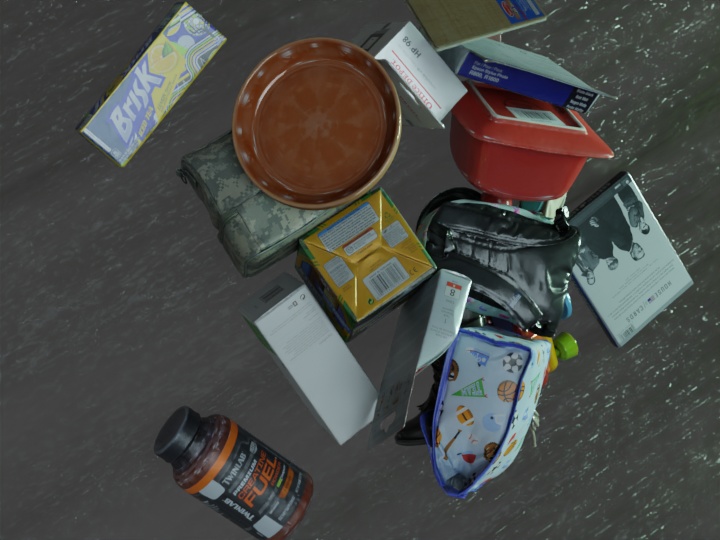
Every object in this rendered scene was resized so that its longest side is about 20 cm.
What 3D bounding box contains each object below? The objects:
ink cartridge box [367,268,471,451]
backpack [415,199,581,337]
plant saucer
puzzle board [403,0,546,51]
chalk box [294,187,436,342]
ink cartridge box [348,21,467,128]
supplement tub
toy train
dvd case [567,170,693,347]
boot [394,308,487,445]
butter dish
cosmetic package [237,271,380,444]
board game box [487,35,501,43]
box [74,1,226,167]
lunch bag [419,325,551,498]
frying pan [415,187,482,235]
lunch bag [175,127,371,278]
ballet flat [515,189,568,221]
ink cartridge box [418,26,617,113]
[{"bbox_3d":[0.071,0.116,1.546,0.050,0.162,0.202,17,68,-10],"label":"ink cartridge box"},{"bbox_3d":[0.165,-0.010,1.622,0.198,0.127,0.168,17,77,-7],"label":"backpack"},{"bbox_3d":[-0.050,-0.168,1.476,0.198,0.032,0.202,-2,81,9],"label":"plant saucer"},{"bbox_3d":[0.119,-0.354,1.571,0.149,0.201,0.017,-17,147,-15],"label":"puzzle board"},{"bbox_3d":[0.000,0.000,1.593,0.124,0.200,0.124,-34,84,-12],"label":"chalk box"},{"bbox_3d":[0.054,-0.239,1.559,0.067,0.200,0.116,-46,110,-7],"label":"ink cartridge box"},{"bbox_3d":[-0.163,0.254,1.613,0.199,0.107,0.107,37,86,-20],"label":"supplement tub"},{"bbox_3d":[0.252,0.127,1.755,0.115,0.084,0.202,-25,106,-27],"label":"toy train"},{"bbox_3d":[0.366,-0.015,1.795,0.150,0.025,0.201,-38,109,-10],"label":"dvd case"},{"bbox_3d":[0.103,0.122,1.705,0.199,0.069,0.175,-29,100,-4],"label":"boot"},{"bbox_3d":[0.193,-0.147,1.645,0.198,0.200,0.149,7,117,-17],"label":"butter dish"},{"bbox_3d":[-0.061,0.110,1.626,0.085,0.108,0.201,-36,107,-10],"label":"cosmetic package"},{"bbox_3d":[0.130,-0.385,1.659,0.102,0.019,0.202,-8,101,-19],"label":"board game box"},{"bbox_3d":[-0.252,-0.223,1.530,0.070,0.064,0.201,40,85,-20],"label":"box"},{"bbox_3d":[0.152,0.175,1.590,0.123,0.170,0.202,14,95,19],"label":"lunch bag"},{"bbox_3d":[0.140,-0.027,1.712,0.114,0.031,0.191,-33,117,-7],"label":"frying pan"},{"bbox_3d":[-0.104,-0.113,1.560,0.199,0.139,0.169,-32,86,-11],"label":"lunch bag"},{"bbox_3d":[0.235,-0.063,1.726,0.069,0.069,0.201,27,88,-21],"label":"ballet flat"},{"bbox_3d":[0.190,-0.248,1.590,0.198,0.200,0.041,12,108,-24],"label":"ink cartridge box"}]
